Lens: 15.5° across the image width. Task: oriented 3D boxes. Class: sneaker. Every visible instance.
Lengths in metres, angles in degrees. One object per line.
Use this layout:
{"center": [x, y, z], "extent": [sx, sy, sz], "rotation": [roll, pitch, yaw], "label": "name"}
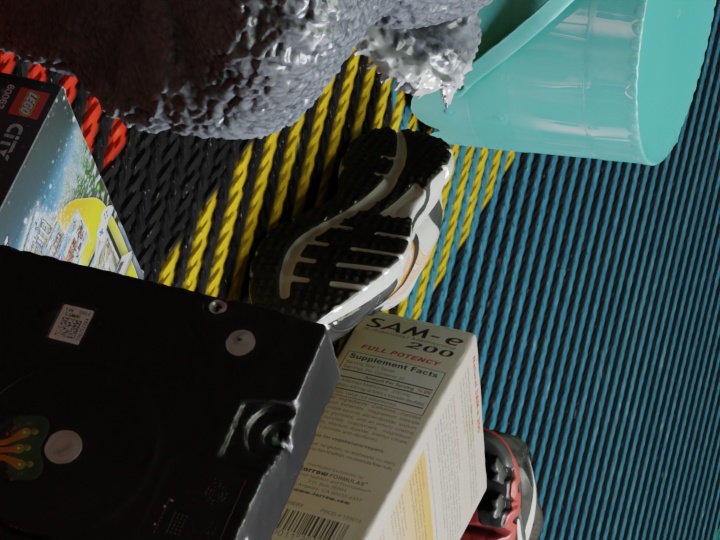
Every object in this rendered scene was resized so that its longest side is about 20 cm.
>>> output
{"center": [0.000, 0.000, 1.379], "extent": [0.200, 0.073, 0.080], "rotation": [-48, 147, -54], "label": "sneaker"}
{"center": [0.076, 0.193, 1.706], "extent": [0.098, 0.070, 0.202], "rotation": [-18, 117, -65], "label": "sneaker"}

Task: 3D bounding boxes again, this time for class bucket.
{"center": [0.123, -0.160, 1.529], "extent": [0.207, 0.134, 0.209], "rotation": [11, 90, -72], "label": "bucket"}

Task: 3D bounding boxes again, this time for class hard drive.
{"center": [-0.122, 0.061, 0.884], "extent": [0.038, 0.199, 0.140], "rotation": [77, 31, -55], "label": "hard drive"}

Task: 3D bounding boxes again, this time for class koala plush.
{"center": [-0.011, -0.132, 0.982], "extent": [0.199, 0.184, 0.178], "rotation": [-5, 124, -42], "label": "koala plush"}

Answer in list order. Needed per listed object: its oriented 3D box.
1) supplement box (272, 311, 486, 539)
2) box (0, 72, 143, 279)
{"center": [0.001, 0.136, 1.460], "extent": [0.200, 0.073, 0.127], "rotation": [-58, 153, -43], "label": "supplement box"}
{"center": [-0.153, 0.043, 1.028], "extent": [0.137, 0.037, 0.201], "rotation": [72, 35, -55], "label": "box"}
